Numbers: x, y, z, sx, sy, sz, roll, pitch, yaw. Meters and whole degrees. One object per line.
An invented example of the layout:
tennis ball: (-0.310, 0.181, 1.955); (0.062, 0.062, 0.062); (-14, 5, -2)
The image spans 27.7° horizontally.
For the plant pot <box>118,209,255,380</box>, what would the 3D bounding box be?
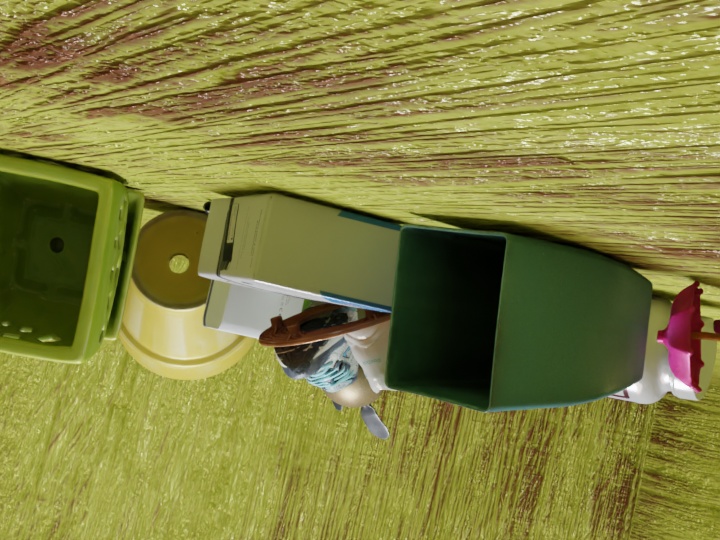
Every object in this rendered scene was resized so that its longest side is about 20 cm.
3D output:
plant pot: (-0.218, 0.017, 1.816); (0.200, 0.202, 0.189); (12, 161, 1)

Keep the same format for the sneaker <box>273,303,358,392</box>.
sneaker: (-0.031, 0.090, 1.552); (0.077, 0.087, 0.200); (-15, -172, 16)

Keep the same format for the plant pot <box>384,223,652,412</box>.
plant pot: (0.147, 0.041, 1.253); (0.199, 0.142, 0.141); (4, -178, -36)

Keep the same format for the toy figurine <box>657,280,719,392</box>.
toy figurine: (0.349, 0.065, 1.238); (0.199, 0.151, 0.184); (-14, -154, -31)

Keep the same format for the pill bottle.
pill bottle: (0.261, 0.076, 1.517); (0.199, 0.114, 0.113); (9, 176, 28)

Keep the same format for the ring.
ring: (-0.010, 0.038, 1.490); (0.199, 0.019, 0.200); (-15, -173, 2)

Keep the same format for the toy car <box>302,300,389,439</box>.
toy car: (0.005, 0.109, 1.812); (0.157, 0.201, 0.164); (-23, -141, -34)

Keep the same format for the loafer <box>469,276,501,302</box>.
loafer: (0.131, 0.036, 1.363); (0.199, 0.071, 0.073); (19, -159, -17)

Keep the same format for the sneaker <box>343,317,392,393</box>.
sneaker: (0.035, 0.082, 1.524); (0.070, 0.081, 0.200); (-15, 180, 20)

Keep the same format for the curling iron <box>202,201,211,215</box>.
curling iron: (-0.143, -0.051, 1.656); (0.049, 0.026, 0.200); (9, 176, 11)

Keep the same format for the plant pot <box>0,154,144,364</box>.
plant pot: (-0.348, -0.019, 1.587); (0.198, 0.201, 0.181); (12, -176, 8)

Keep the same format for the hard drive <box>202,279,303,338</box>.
hard drive: (-0.111, 0.011, 1.662); (0.025, 0.133, 0.200); (12, 177, 22)

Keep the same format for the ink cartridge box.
ink cartridge box: (-0.059, -0.017, 1.403); (0.144, 0.085, 0.200); (13, 177, -20)
